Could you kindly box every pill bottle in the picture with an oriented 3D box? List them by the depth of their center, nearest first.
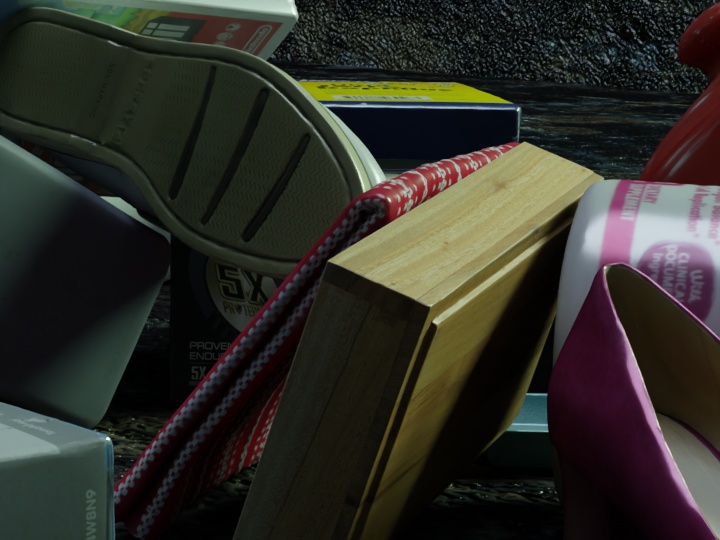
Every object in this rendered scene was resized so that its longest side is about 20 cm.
[{"bbox_3d":[0.167,0.032,0.756,0.199,0.114,0.113,4,8,12],"label":"pill bottle"}]

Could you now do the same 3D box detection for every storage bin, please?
[{"bbox_3d":[-0.175,-0.006,0.862,0.134,0.146,0.200,19,-9,33],"label":"storage bin"}]

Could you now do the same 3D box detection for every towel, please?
[{"bbox_3d":[-0.006,0.019,0.804,0.022,0.145,0.200,42,16,8],"label":"towel"}]

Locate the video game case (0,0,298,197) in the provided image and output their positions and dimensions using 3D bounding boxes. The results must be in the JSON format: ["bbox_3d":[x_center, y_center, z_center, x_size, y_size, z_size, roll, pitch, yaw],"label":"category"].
[{"bbox_3d":[-0.143,-0.079,0.980,0.199,0.018,0.143,2,-33,-34],"label":"video game case"}]

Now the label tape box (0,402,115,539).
[{"bbox_3d":[-0.183,0.069,0.590,0.199,0.067,0.143,-3,9,-40],"label":"label tape box"}]

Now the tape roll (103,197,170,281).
[{"bbox_3d":[-0.196,-0.036,1.305,0.201,0.071,0.202,3,8,0],"label":"tape roll"}]

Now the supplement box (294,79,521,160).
[{"bbox_3d":[0.016,-0.043,1.266,0.109,0.110,0.200,0,8,-7],"label":"supplement box"}]

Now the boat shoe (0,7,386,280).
[{"bbox_3d":[-0.057,-0.047,0.892,0.200,0.075,0.068,30,2,36],"label":"boat shoe"}]

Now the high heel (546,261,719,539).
[{"bbox_3d":[0.118,0.057,0.630,0.067,0.097,0.200,-2,9,-25],"label":"high heel"}]

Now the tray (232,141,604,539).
[{"bbox_3d":[0.024,0.027,0.743,0.037,0.099,0.200,24,19,13],"label":"tray"}]

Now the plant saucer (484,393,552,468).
[{"bbox_3d":[0.138,0.062,0.886,0.199,0.019,0.070,0,8,-5],"label":"plant saucer"}]

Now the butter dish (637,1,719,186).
[{"bbox_3d":[0.195,-0.055,1.029,0.199,0.148,0.200,-37,-10,25],"label":"butter dish"}]

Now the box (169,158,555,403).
[{"bbox_3d":[0.000,0.000,1.042,0.163,0.087,0.200,1,8,-1],"label":"box"}]
